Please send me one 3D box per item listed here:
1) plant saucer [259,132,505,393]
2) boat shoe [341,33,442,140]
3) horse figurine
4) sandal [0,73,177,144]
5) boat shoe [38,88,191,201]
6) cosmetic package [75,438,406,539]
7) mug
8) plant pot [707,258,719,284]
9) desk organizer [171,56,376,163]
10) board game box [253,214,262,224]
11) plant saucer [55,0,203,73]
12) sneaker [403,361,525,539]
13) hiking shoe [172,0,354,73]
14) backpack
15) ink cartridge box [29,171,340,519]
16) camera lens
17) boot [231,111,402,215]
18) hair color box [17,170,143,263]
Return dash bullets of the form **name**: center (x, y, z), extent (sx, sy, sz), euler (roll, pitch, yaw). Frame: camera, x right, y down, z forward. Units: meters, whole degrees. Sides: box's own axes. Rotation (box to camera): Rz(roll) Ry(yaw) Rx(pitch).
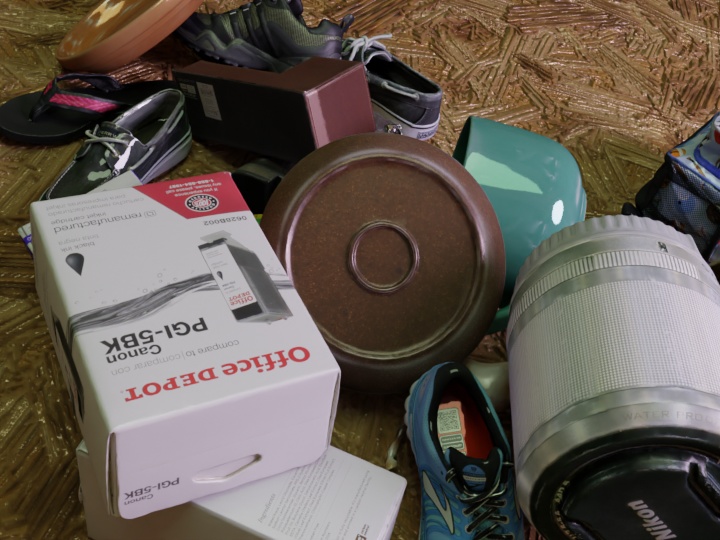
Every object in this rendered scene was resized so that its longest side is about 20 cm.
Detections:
- **plant saucer**: center (0.017, -0.008, 0.731), extent (0.197, 0.034, 0.204), euler (0, 84, -4)
- **boat shoe**: center (0.007, -0.218, 1.030), extent (0.073, 0.069, 0.199), euler (-29, 58, -32)
- **horse figurine**: center (0.102, 0.109, 0.757), extent (0.197, 0.050, 0.134), euler (10, 52, 2)
- **sandal**: center (-0.263, -0.172, 0.952), extent (0.197, 0.045, 0.076), euler (-13, 51, -22)
- **boat shoe**: center (-0.227, -0.105, 0.874), extent (0.071, 0.072, 0.201), euler (18, 43, 17)
- **cosmetic package**: center (-0.080, 0.158, 0.637), extent (0.198, 0.109, 0.085), euler (23, 46, 10)
- **mug**: center (0.124, -0.029, 0.831), extent (0.113, 0.152, 0.188), euler (14, 85, -2)
- **plant pot**: center (0.342, 0.108, 0.730), extent (0.197, 0.187, 0.188), euler (18, 45, -13)
- **desk organizer**: center (-0.083, -0.159, 0.901), extent (0.198, 0.073, 0.077), euler (19, 42, 43)
- **board game box**: center (-0.115, 0.031, 0.803), extent (0.094, 0.030, 0.202), euler (-2, 50, -10)
- **plant saucer**: center (-0.226, -0.268, 0.994), extent (0.198, 0.038, 0.201), euler (-25, 32, 17)
- **sneaker**: center (0.072, 0.156, 0.654), extent (0.077, 0.090, 0.203), euler (-12, 69, -7)
- **hiking shoe**: center (-0.104, -0.253, 1.007), extent (0.197, 0.076, 0.102), euler (21, 90, 11)
- **backpack**: center (0.383, -0.064, 0.911), extent (0.191, 0.155, 0.199), euler (45, 51, 16)
- **ink cartridge box**: center (-0.117, 0.036, 0.616), extent (0.145, 0.084, 0.201), euler (-12, 47, -25)
- **camera lens**: center (0.179, 0.082, 0.647), extent (0.157, 0.162, 0.202), euler (8, 42, -3)
- **boot**: center (-0.011, -0.095, 0.912), extent (0.198, 0.070, 0.174), euler (29, 49, 19)
- **hair color box**: center (-0.177, 0.016, 0.756), extent (0.108, 0.065, 0.200), euler (-31, 54, -20)
